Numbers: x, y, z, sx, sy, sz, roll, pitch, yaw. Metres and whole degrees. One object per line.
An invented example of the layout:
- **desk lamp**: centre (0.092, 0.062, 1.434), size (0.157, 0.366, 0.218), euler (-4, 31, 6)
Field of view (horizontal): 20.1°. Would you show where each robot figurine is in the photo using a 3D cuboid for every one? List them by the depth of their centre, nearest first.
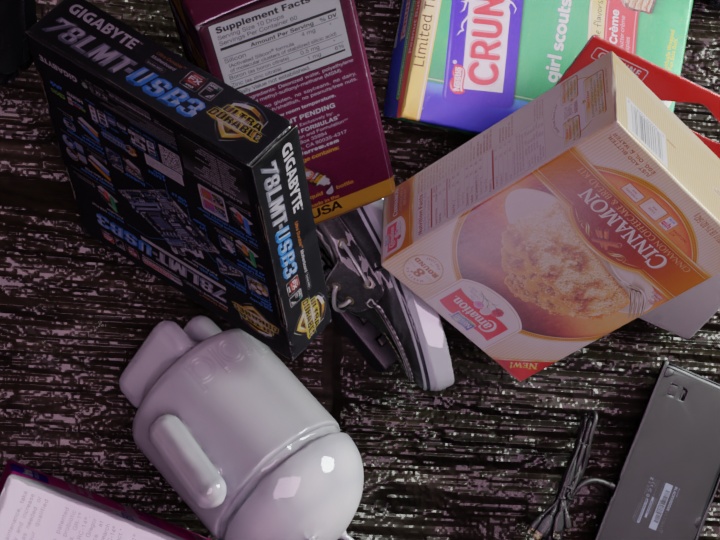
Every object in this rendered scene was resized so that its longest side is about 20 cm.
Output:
- **robot figurine**: centre (-0.076, 0.121, 1.380), size (0.200, 0.169, 0.113), euler (46, 118, 19)

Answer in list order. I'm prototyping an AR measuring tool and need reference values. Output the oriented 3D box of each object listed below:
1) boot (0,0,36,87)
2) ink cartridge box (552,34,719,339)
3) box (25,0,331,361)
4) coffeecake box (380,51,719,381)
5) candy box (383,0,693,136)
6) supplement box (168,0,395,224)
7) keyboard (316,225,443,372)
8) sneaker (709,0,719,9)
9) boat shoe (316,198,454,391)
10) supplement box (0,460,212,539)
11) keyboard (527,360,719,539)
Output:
- **boot**: centre (-0.241, -0.223, 1.374), size (0.073, 0.198, 0.164), euler (6, 119, 17)
- **ink cartridge box**: centre (0.197, -0.053, 1.424), size (0.199, 0.176, 0.045), euler (23, 41, -17)
- **box**: centre (-0.115, -0.057, 1.313), size (0.199, 0.199, 0.050), euler (31, 62, 28)
- **coffeecake box**: centre (0.136, -0.031, 1.367), size (0.199, 0.073, 0.153), euler (-31, 126, 30)
- **candy box**: centre (0.130, -0.173, 1.458), size (0.198, 0.077, 0.171), euler (10, 91, -9)
- **supplement box**: centre (-0.057, -0.139, 1.329), size (0.102, 0.131, 0.201), euler (-21, 137, -6)
- **keyboard**: centre (-0.038, -0.011, 1.456), size (0.127, 0.021, 0.200), euler (-40, 96, -8)
- **sneaker**: centre (0.262, -0.290, 1.494), size (0.085, 0.077, 0.201), euler (-28, 102, -21)
- **boat shoe**: centre (0.000, 0.000, 1.428), size (0.071, 0.072, 0.201), euler (-25, 82, -8)
- **supplement box**: centre (-0.168, 0.216, 1.391), size (0.199, 0.101, 0.104), euler (22, 87, -11)
- **keyboard**: centre (0.196, 0.163, 1.495), size (0.126, 0.021, 0.201), euler (23, 85, -14)
